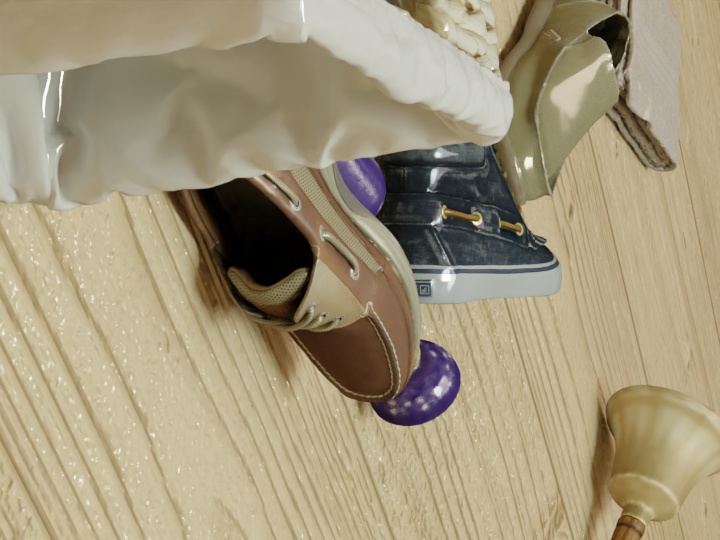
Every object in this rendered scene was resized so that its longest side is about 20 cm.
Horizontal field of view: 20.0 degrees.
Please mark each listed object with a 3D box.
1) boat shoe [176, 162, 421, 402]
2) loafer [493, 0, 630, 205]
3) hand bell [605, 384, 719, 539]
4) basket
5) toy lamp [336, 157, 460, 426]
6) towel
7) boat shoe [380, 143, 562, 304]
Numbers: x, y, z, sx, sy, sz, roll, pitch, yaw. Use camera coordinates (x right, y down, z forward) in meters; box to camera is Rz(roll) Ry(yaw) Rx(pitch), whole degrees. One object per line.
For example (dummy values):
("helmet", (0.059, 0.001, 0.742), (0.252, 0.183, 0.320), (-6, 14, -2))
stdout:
("boat shoe", (-0.033, -0.006, 0.907), (0.201, 0.075, 0.072), (60, 38, -36))
("loafer", (0.133, -0.121, 1.342), (0.201, 0.068, 0.076), (-70, 150, -43))
("hand bell", (0.194, 0.193, 1.487), (0.201, 0.103, 0.105), (-61, 145, -33))
("basket", (-0.075, -0.116, 0.634), (0.198, 0.198, 0.163), (14, 69, -68))
("toy lamp", (0.000, 0.000, 1.008), (0.201, 0.058, 0.059), (68, 29, -46))
("towel", (0.228, -0.171, 1.641), (0.200, 0.034, 0.134), (36, 56, -65))
("boat shoe", (0.067, -0.031, 1.155), (0.200, 0.070, 0.092), (-5, 98, -67))
